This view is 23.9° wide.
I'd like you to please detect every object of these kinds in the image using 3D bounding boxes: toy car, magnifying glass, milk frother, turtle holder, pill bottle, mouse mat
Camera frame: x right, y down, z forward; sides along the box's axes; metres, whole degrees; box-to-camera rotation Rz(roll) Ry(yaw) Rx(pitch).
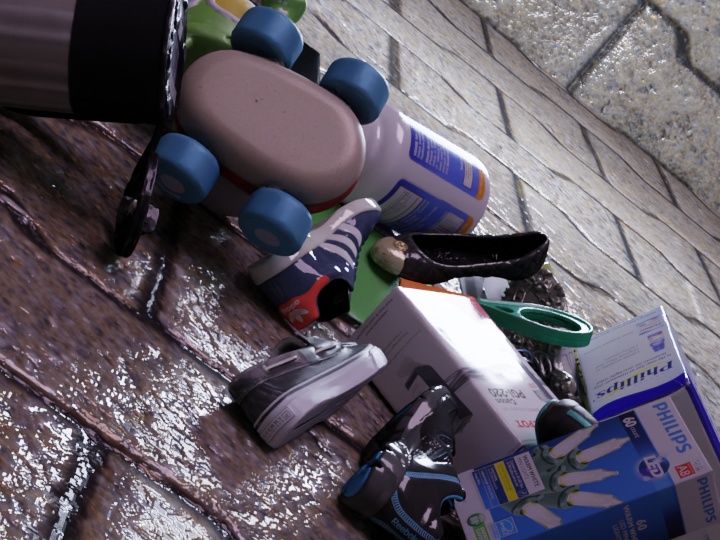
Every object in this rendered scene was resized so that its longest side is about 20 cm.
[{"bbox_3d":[-0.092,-0.097,1.535,0.176,0.185,0.200,29,-25,1],"label":"toy car"},{"bbox_3d":[0.134,0.041,1.694,0.199,0.022,0.080,12,15,-3],"label":"magnifying glass"},{"bbox_3d":[-0.243,-0.129,1.362,0.187,0.181,0.201,6,54,1],"label":"milk frother"},{"bbox_3d":[-0.142,-0.216,1.649,0.140,0.186,0.132,23,48,-2],"label":"turtle holder"},{"bbox_3d":[0.032,-0.105,1.753,0.200,0.112,0.112,27,22,-40],"label":"pill bottle"},{"bbox_3d":[0.000,0.000,1.680,0.200,0.008,0.161,37,32,-26],"label":"mouse mat"}]

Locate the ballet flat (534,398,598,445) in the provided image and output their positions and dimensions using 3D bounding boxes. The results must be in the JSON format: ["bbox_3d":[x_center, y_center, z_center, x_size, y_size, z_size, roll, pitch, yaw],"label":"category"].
[{"bbox_3d":[0.198,0.194,1.485,0.068,0.068,0.200,23,-31,34],"label":"ballet flat"}]

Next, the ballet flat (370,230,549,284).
[{"bbox_3d":[0.101,-0.022,1.737,0.199,0.057,0.067,-1,46,-27],"label":"ballet flat"}]

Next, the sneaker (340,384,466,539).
[{"bbox_3d":[0.046,0.161,1.373,0.082,0.073,0.200,44,28,-2],"label":"sneaker"}]

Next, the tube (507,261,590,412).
[{"bbox_3d":[0.219,0.090,1.836,0.058,0.052,0.201,-21,88,-27],"label":"tube"}]

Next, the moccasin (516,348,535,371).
[{"bbox_3d":[0.148,0.111,1.679,0.080,0.068,0.200,11,38,-56],"label":"moccasin"}]

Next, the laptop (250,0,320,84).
[{"bbox_3d":[-0.149,-0.238,1.828,0.187,0.116,0.200,35,20,-18],"label":"laptop"}]

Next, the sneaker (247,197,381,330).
[{"bbox_3d":[-0.028,-0.003,1.575,0.085,0.075,0.200,58,36,-2],"label":"sneaker"}]

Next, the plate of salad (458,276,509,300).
[{"bbox_3d":[0.154,0.061,1.847,0.200,0.048,0.201,44,31,-35],"label":"plate of salad"}]

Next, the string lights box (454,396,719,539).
[{"bbox_3d":[0.178,0.185,1.371,0.103,0.199,0.059,-111,-179,-57],"label":"string lights box"}]

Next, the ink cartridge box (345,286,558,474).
[{"bbox_3d":[0.101,0.115,1.554,0.145,0.085,0.200,9,39,-55],"label":"ink cartridge box"}]

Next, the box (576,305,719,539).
[{"bbox_3d":[0.307,0.166,1.728,0.200,0.105,0.184,-84,149,-68],"label":"box"}]

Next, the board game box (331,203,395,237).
[{"bbox_3d":[-0.068,-0.106,1.800,0.199,0.043,0.200,28,22,-34],"label":"board game box"}]

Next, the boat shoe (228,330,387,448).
[{"bbox_3d":[-0.039,0.081,1.365,0.071,0.072,0.200,48,20,9],"label":"boat shoe"}]

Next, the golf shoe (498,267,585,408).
[{"bbox_3d":[0.193,0.098,1.771,0.097,0.078,0.201,56,25,-58],"label":"golf shoe"}]
